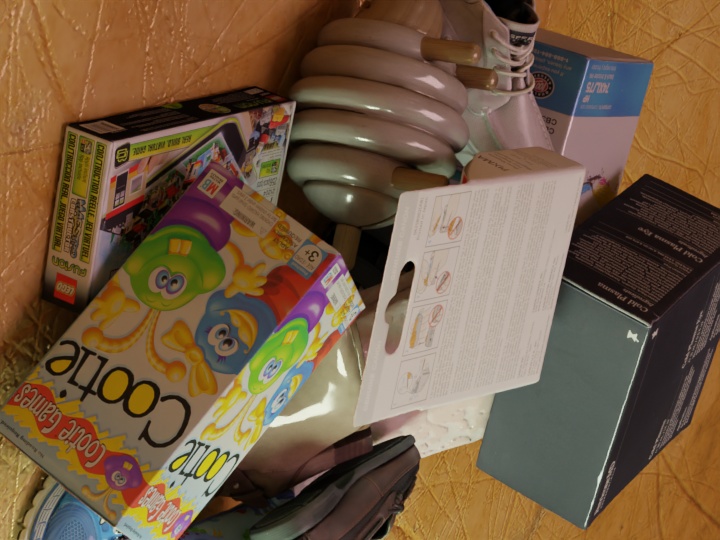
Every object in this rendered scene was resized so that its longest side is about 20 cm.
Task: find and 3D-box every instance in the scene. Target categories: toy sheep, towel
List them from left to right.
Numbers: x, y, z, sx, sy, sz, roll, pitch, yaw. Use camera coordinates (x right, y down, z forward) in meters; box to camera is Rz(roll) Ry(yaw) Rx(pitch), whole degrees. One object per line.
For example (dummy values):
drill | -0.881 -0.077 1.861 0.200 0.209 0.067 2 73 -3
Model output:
toy sheep | 0.013 -0.097 1.297 0.138 0.138 0.201 40 63 -63
towel | 0.024 0.081 1.400 0.191 0.032 0.200 -22 142 -18

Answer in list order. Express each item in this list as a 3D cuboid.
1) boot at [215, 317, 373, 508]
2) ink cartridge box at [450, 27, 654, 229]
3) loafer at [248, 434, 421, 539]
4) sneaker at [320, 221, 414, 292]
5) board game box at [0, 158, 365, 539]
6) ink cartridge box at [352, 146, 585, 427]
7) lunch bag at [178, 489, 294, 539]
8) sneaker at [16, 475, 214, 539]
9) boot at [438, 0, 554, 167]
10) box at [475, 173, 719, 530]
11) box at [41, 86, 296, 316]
boot | -0.068 0.091 1.270 0.200 0.146 0.070 83 -6 -50
ink cartridge box | 0.112 -0.085 1.487 0.146 0.146 0.201 -9 116 -62
loafer | -0.010 0.171 1.333 0.200 0.072 0.063 -26 91 -60
sneaker | 0.000 0.000 1.405 0.200 0.078 0.079 -67 160 -1
board game box | -0.103 0.055 1.140 0.200 0.103 0.105 -51 161 -9
ink cartridge box | 0.061 0.007 1.270 0.200 0.057 0.163 -7 115 -44
lunch bag | -0.108 0.244 1.337 0.200 0.082 0.161 -19 143 -57
sneaker | -0.146 0.143 1.206 0.079 0.089 0.200 27 83 -63
boot | 0.093 -0.144 1.342 0.074 0.200 0.096 -36 -177 -39
box | 0.194 0.059 1.468 0.182 0.104 0.200 -35 146 -48
box | -0.115 -0.047 1.194 0.200 0.035 0.110 -22 128 -58
